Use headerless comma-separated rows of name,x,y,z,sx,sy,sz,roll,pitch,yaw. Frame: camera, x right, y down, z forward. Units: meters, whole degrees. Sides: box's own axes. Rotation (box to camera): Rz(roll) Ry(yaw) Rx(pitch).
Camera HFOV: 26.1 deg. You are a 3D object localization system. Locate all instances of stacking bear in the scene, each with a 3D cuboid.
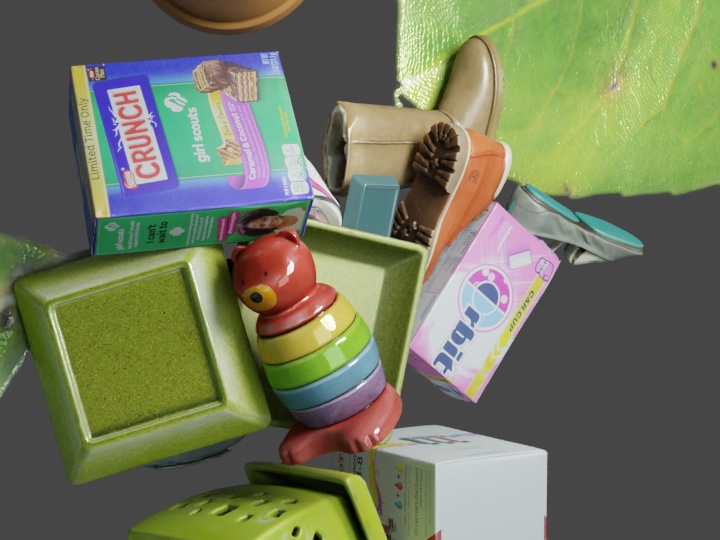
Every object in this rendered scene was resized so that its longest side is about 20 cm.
stacking bear,-0.050,0.060,1.424,0.114,0.121,0.201,-47,116,-51

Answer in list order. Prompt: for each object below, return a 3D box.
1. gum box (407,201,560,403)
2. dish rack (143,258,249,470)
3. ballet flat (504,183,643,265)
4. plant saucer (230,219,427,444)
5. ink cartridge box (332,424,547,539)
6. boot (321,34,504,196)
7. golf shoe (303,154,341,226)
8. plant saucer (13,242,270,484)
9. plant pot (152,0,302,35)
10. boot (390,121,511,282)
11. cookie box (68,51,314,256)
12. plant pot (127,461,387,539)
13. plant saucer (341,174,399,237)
gum box,0.123,0.028,1.706,0.113,0.066,0.201,40,76,-28
dish rack,-0.170,0.093,1.524,0.152,0.054,0.202,-10,98,-33
ballet flat,0.243,-0.041,1.806,0.199,0.067,0.064,22,108,-33
plant saucer,-0.048,0.055,1.521,0.198,0.048,0.202,13,88,-24
ink cartridge box,0.079,0.249,1.617,0.144,0.199,0.147,-3,93,-32
boot,0.058,-0.167,1.659,0.199,0.066,0.177,-2,96,-34
golf shoe,-0.097,-0.100,1.565,0.200,0.072,0.092,47,35,-21
plant saucer,-0.203,0.076,1.425,0.198,0.048,0.201,-17,89,-2
plant pot,-0.125,-0.321,1.433,0.198,0.140,0.202,0,97,-3
boot,0.093,-0.057,1.658,0.107,0.075,0.201,4,120,-44
cookie box,-0.159,-0.109,1.426,0.198,0.075,0.172,-7,61,-15
plant pot,-0.078,0.299,1.519,0.181,0.198,0.201,-33,110,-36
plant saucer,0.000,0.000,1.622,0.070,0.019,0.202,-2,106,-49
